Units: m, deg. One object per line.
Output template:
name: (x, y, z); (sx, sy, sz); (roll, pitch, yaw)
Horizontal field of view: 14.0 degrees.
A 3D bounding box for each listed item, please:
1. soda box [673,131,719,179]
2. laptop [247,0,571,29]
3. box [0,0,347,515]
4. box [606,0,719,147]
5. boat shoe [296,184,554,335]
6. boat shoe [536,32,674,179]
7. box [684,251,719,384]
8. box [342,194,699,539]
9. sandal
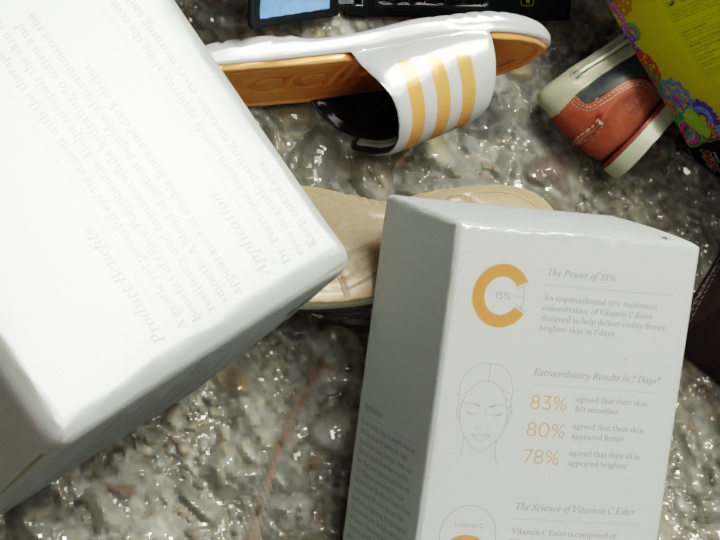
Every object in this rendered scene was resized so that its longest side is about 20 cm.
soda box: (0.252, -0.130, 1.598); (0.071, 0.063, 0.200); (37, 61, -6)
laptop: (0.032, -0.211, 1.472); (0.199, 0.103, 0.178); (0, 100, -16)
box: (-0.153, -0.015, 1.304); (0.171, 0.200, 0.199); (-32, 86, -31)
box: (0.254, -0.175, 1.454); (0.192, 0.200, 0.122); (-35, 98, -30)
boat shoe: (0.000, 0.000, 1.439); (0.199, 0.065, 0.072); (-5, 56, -17)
boat shoe: (0.171, -0.135, 1.565); (0.063, 0.071, 0.200); (41, 65, -1)
box: (0.245, -0.010, 1.471); (0.075, 0.200, 0.100); (36, 60, -4)
box: (0.072, 0.073, 1.379); (0.124, 0.097, 0.201); (5, 97, -21)
sandal: (-0.002, -0.084, 1.470); (0.206, 0.079, 0.059); (-8, 75, -17)
